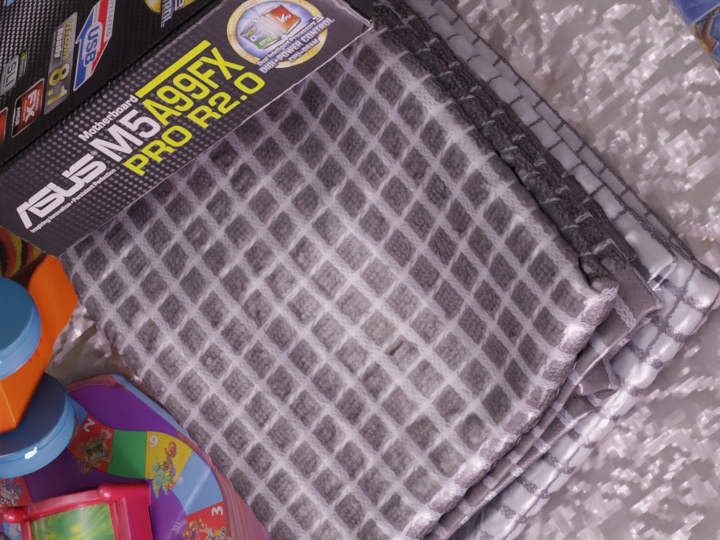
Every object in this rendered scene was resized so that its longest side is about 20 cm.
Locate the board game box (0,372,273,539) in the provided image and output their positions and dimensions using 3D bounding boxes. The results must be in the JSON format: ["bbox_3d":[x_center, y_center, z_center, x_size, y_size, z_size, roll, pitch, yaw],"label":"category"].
[{"bbox_3d":[-0.100,0.136,0.782,0.200,0.039,0.158,35,103,27],"label":"board game box"}]

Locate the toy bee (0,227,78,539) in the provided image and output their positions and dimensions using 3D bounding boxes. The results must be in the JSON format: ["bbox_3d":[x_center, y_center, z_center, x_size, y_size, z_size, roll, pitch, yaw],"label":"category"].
[{"bbox_3d":[-0.164,0.039,0.746,0.108,0.200,0.132,-3,113,8],"label":"toy bee"}]

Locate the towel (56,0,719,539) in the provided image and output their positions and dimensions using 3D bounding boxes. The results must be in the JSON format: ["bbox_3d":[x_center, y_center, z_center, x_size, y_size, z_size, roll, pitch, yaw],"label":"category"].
[{"bbox_3d":[0.000,0.000,0.714,0.166,0.085,0.200,-49,65,18],"label":"towel"}]

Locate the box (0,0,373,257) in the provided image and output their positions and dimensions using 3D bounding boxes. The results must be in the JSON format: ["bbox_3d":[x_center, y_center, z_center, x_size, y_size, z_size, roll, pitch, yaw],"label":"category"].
[{"bbox_3d":[-0.068,-0.124,0.727,0.160,0.044,0.201,-33,42,33],"label":"box"}]

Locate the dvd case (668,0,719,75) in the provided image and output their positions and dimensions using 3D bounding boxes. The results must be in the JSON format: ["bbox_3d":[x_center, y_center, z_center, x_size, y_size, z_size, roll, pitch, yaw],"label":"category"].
[{"bbox_3d":[0.188,-0.082,0.652,0.143,0.018,0.200,-38,67,20],"label":"dvd case"}]
